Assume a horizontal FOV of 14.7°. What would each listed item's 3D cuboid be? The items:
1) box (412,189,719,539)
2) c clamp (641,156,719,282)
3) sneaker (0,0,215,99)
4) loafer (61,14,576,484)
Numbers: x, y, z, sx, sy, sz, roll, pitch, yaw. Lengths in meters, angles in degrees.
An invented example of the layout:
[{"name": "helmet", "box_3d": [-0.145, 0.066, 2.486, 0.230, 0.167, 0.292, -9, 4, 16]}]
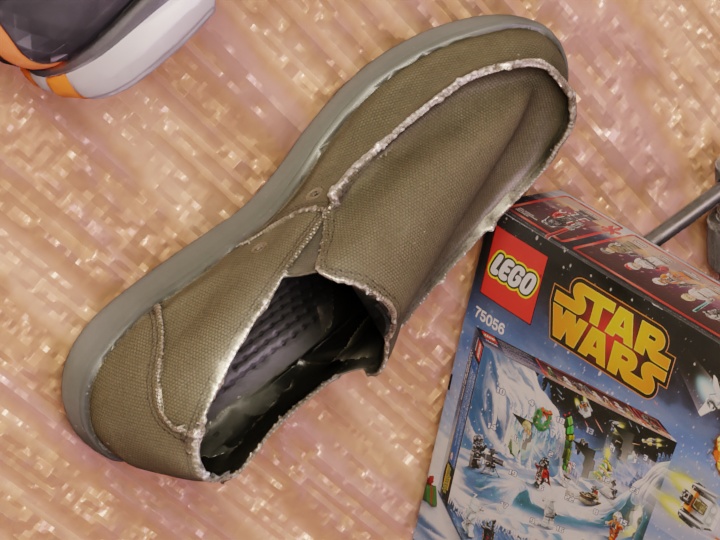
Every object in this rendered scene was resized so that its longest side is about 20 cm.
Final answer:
[{"name": "box", "box_3d": [0.109, 0.076, 0.927, 0.040, 0.200, 0.137, -12, 125, -42]}, {"name": "c clamp", "box_3d": [0.160, 0.025, 1.067, 0.171, 0.027, 0.200, -36, 134, -26]}, {"name": "sneaker", "box_3d": [-0.047, -0.144, 0.744, 0.200, 0.078, 0.112, -51, 137, -2]}, {"name": "loafer", "box_3d": [0.000, 0.000, 0.881, 0.200, 0.070, 0.075, -43, 136, -10]}]
